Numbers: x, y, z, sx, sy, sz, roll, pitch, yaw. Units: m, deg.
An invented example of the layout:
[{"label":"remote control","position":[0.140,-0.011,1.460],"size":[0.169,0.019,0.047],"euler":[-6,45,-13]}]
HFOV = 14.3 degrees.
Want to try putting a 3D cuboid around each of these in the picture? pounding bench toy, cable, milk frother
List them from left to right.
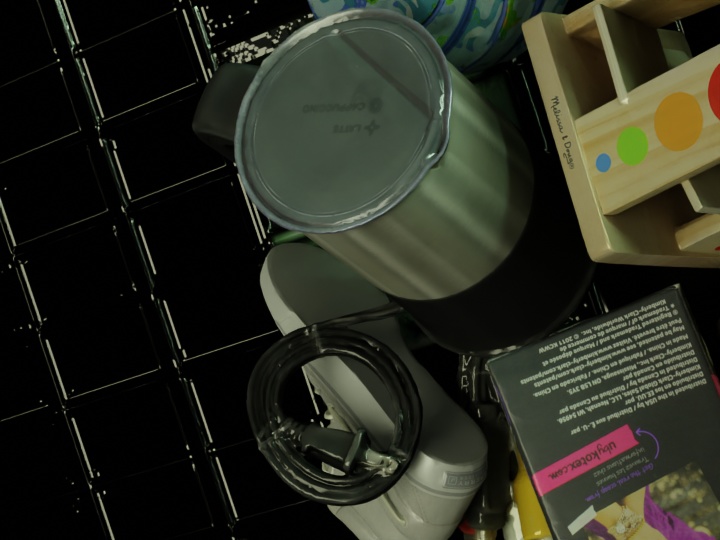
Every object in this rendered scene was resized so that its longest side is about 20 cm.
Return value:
[{"label":"milk frother","position":[0.000,0.000,1.432],"size":[0.180,0.188,0.201],"euler":[-2,69,29]},{"label":"cable","position":[0.073,0.071,1.569],"size":[0.097,0.050,0.201],"euler":[1,90,54]},{"label":"pounding bench toy","position":[0.177,-0.123,1.372],"size":[0.156,0.124,0.201],"euler":[-28,70,37]}]

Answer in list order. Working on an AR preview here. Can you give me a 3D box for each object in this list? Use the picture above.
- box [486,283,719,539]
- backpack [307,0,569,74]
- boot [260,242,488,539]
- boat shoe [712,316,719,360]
[{"label":"box","position":[0.148,0.126,1.422],"size":[0.106,0.122,0.201],"euler":[-21,77,3]},{"label":"backpack","position":[0.025,-0.194,1.473],"size":[0.163,0.154,0.200],"euler":[-26,99,39]},{"label":"boot","position":[-0.007,0.079,1.579],"size":[0.200,0.073,0.096],"euler":[54,134,39]},{"label":"boat shoe","position":[0.243,0.092,1.395],"size":[0.200,0.072,0.072],"euler":[48,155,8]}]
